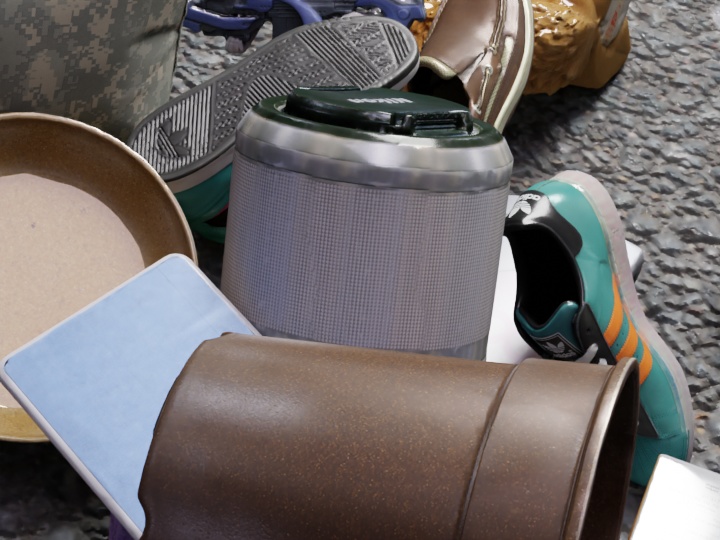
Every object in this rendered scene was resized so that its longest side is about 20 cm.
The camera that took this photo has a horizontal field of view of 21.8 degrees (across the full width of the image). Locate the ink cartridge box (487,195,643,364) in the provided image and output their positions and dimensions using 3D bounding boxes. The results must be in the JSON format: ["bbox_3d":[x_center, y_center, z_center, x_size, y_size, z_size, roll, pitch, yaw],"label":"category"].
[{"bbox_3d":[0.062,0.001,1.227,0.200,0.057,0.163,31,50,13],"label":"ink cartridge box"}]

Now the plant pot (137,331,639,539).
[{"bbox_3d":[0.011,0.121,0.856,0.197,0.201,0.201,10,46,14],"label":"plant pot"}]

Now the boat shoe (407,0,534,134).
[{"bbox_3d":[0.064,-0.124,1.228,0.074,0.075,0.203,-2,68,31],"label":"boat shoe"}]

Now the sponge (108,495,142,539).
[{"bbox_3d":[-0.038,0.148,1.028,0.199,0.112,0.030,-3,46,-12],"label":"sponge"}]

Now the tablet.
[{"bbox_3d":[-0.084,0.087,0.986,0.130,0.014,0.200,-33,66,-27],"label":"tablet"}]

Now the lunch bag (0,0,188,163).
[{"bbox_3d":[-0.203,-0.149,1.161,0.199,0.165,0.118,-6,38,-29],"label":"lunch bag"}]

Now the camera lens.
[{"bbox_3d":[0.000,0.000,1.081,0.159,0.201,0.160,6,12,-1],"label":"camera lens"}]

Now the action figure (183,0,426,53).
[{"bbox_3d":[-0.058,-0.174,1.268,0.199,0.194,0.105,7,46,-3],"label":"action figure"}]

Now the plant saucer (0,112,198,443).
[{"bbox_3d":[-0.197,0.007,1.104,0.199,0.035,0.201,5,72,-14],"label":"plant saucer"}]

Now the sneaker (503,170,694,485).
[{"bbox_3d":[0.134,0.045,1.123,0.080,0.071,0.201,-27,97,-44],"label":"sneaker"}]

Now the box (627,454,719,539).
[{"bbox_3d":[0.164,0.220,0.986,0.097,0.125,0.200,20,47,10],"label":"box"}]

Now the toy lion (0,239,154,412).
[{"bbox_3d":[-0.221,0.030,1.150,0.199,0.069,0.192,14,54,4],"label":"toy lion"}]

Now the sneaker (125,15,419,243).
[{"bbox_3d":[-0.047,-0.081,1.222,0.199,0.121,0.084,-25,60,-4],"label":"sneaker"}]

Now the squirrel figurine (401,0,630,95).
[{"bbox_3d":[0.093,-0.204,1.364,0.186,0.142,0.200,21,45,19],"label":"squirrel figurine"}]
